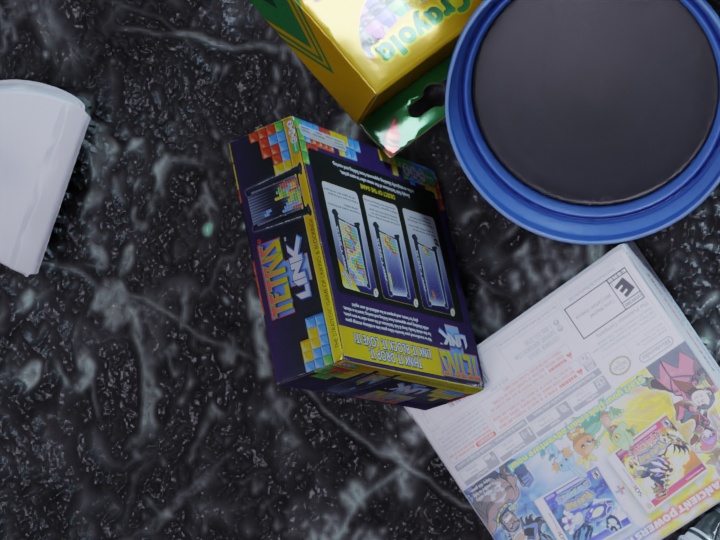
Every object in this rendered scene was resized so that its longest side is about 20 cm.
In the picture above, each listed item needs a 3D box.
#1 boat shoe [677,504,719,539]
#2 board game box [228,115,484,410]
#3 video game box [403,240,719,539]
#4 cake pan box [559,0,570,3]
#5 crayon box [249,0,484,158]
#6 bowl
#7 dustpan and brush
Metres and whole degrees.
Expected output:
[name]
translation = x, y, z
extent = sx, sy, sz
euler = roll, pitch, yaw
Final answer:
[boat shoe]
translation = 0.300, 0.235, 1.481
extent = 0.071, 0.072, 0.200
euler = -45, 93, -6
[board game box]
translation = 0.000, 0.000, 1.464
extent = 0.056, 0.200, 0.167
euler = -19, 73, 26
[video game box]
translation = 0.159, 0.109, 1.527
extent = 0.200, 0.047, 0.183
euler = -36, 82, 19
[cake pan box]
translation = 0.186, -0.302, 1.467
extent = 0.183, 0.052, 0.201
euler = -18, 91, 17
[crayon box]
translation = 0.005, -0.191, 1.504
extent = 0.127, 0.051, 0.200
euler = -38, 83, -27
[bowl]
translation = 0.156, -0.117, 1.475
extent = 0.199, 0.039, 0.202
euler = 3, 113, 6
[dustpan and brush]
translation = -0.304, -0.096, 1.659
extent = 0.199, 0.057, 0.140
euler = 23, 102, 8
